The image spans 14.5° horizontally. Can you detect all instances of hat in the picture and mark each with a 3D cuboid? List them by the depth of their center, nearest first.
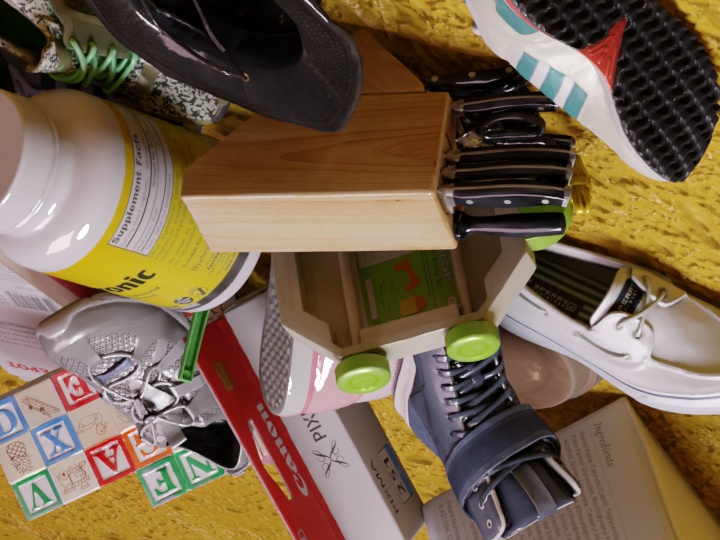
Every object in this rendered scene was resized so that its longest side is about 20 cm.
[{"bbox_3d":[-0.067,-0.165,1.574,0.200,0.081,0.201,29,156,14],"label":"hat"}]

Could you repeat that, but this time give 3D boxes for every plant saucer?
[{"bbox_3d":[0.071,0.038,1.910,0.199,0.030,0.200,21,156,10],"label":"plant saucer"}]

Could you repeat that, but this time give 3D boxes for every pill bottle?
[{"bbox_3d":[-0.158,-0.047,1.709,0.111,0.112,0.199,2,169,42],"label":"pill bottle"}]

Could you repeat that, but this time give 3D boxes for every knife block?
[{"bbox_3d":[0.022,-0.046,1.619,0.176,0.200,0.064,46,169,34],"label":"knife block"}]

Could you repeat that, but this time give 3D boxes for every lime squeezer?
[{"bbox_3d":[-0.074,-0.026,1.801,0.038,0.201,0.071,8,-150,-41],"label":"lime squeezer"}]

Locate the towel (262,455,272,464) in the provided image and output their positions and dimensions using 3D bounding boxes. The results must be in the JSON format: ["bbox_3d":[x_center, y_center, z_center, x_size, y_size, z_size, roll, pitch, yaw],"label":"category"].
[{"bbox_3d":[-0.069,0.098,2.107,0.143,0.023,0.200,-5,150,4],"label":"towel"}]

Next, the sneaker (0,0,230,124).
[{"bbox_3d":[-0.172,-0.133,1.699,0.199,0.089,0.077,29,130,-9],"label":"sneaker"}]

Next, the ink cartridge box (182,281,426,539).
[{"bbox_3d":[-0.032,0.107,1.901,0.201,0.045,0.176,61,-166,-2],"label":"ink cartridge box"}]

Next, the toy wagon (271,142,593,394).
[{"bbox_3d":[0.045,-0.016,1.666,0.199,0.156,0.040,-16,151,12],"label":"toy wagon"}]

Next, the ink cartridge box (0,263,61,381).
[{"bbox_3d":[-0.232,0.003,2.058,0.145,0.085,0.200,10,153,31],"label":"ink cartridge box"}]

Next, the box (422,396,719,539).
[{"bbox_3d":[0.174,0.241,1.946,0.171,0.201,0.199,-28,134,12],"label":"box"}]

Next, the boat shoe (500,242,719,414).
[{"bbox_3d":[0.162,0.032,1.751,0.199,0.074,0.067,16,153,22],"label":"boat shoe"}]

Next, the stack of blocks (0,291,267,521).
[{"bbox_3d":[-0.154,0.105,1.994,0.059,0.199,0.116,-84,-31,-85],"label":"stack of blocks"}]

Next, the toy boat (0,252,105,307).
[{"bbox_3d":[-0.174,-0.057,1.876,0.200,0.131,0.131,37,123,-26],"label":"toy boat"}]

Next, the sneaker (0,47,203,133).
[{"bbox_3d":[-0.200,-0.105,1.776,0.199,0.114,0.075,33,155,-16],"label":"sneaker"}]

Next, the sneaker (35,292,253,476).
[{"bbox_3d":[-0.130,0.074,1.856,0.075,0.082,0.200,-32,143,27],"label":"sneaker"}]

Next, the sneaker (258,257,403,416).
[{"bbox_3d":[0.000,0.000,1.815,0.104,0.201,0.075,-1,-151,-21],"label":"sneaker"}]

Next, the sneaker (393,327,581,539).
[{"bbox_3d":[0.080,0.078,1.746,0.147,0.077,0.203,57,163,31],"label":"sneaker"}]

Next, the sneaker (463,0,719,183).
[{"bbox_3d":[0.114,-0.125,1.513,0.200,0.071,0.093,43,168,-38],"label":"sneaker"}]
